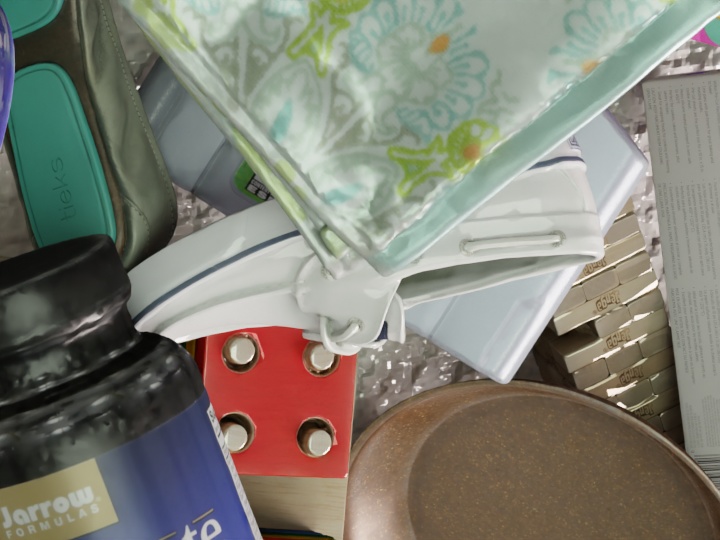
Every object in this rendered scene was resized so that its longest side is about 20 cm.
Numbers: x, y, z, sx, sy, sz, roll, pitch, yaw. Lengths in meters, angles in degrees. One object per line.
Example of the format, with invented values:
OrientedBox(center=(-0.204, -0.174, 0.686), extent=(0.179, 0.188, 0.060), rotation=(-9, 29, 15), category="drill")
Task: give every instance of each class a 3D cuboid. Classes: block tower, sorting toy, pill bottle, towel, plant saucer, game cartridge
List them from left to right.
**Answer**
OrientedBox(center=(-0.101, 0.093, 1.049), extent=(0.112, 0.112, 0.200), rotation=(-23, 100, -11), category="pill bottle")
OrientedBox(center=(-0.092, 0.099, 1.151), extent=(0.200, 0.070, 0.199), rotation=(5, 90, -23), category="sorting toy")
OrientedBox(center=(0.013, -0.058, 1.142), extent=(0.200, 0.040, 0.133), rotation=(31, 94, -6), category="game cartridge")
OrientedBox(center=(0.021, -0.114, 1.014), extent=(0.200, 0.048, 0.171), rotation=(-38, 100, 9), category="towel")
OrientedBox(center=(0.086, 0.124, 1.235), extent=(0.200, 0.037, 0.200), rotation=(12, 126, 16), category="plant saucer")
OrientedBox(center=(0.101, 0.009, 1.232), extent=(0.054, 0.058, 0.200), rotation=(-25, 119, -9), category="block tower")

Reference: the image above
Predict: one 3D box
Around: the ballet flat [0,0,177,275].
OrientedBox(center=(-0.124, -0.092, 1.099), extent=(0.067, 0.064, 0.200), rotation=(-12, 96, 27), category="ballet flat")

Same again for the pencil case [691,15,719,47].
OrientedBox(center=(0.106, -0.140, 1.074), extent=(0.200, 0.088, 0.088), rotation=(12, 110, 12), category="pencil case")

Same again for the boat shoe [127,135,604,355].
OrientedBox(center=(0.000, 0.000, 1.088), extent=(0.200, 0.074, 0.065), rotation=(-19, 77, 1), category="boat shoe")

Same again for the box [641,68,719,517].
OrientedBox(center=(0.161, 0.010, 1.222), extent=(0.041, 0.039, 0.200), rotation=(-6, 95, 24), category="box")

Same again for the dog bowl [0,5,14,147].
OrientedBox(center=(-0.216, -0.035, 1.008), extent=(0.079, 0.200, 0.200), rotation=(29, 99, -30), category="dog bowl")
